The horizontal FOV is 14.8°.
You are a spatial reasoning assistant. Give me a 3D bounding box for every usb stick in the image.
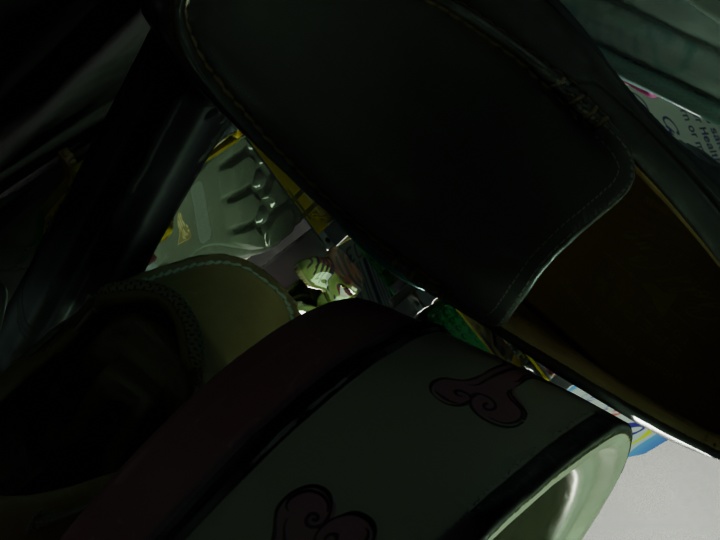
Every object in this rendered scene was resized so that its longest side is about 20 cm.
[{"bbox_3d":[-0.068,-0.019,0.782,0.056,0.033,0.200,-60,-176,-37],"label":"usb stick"}]

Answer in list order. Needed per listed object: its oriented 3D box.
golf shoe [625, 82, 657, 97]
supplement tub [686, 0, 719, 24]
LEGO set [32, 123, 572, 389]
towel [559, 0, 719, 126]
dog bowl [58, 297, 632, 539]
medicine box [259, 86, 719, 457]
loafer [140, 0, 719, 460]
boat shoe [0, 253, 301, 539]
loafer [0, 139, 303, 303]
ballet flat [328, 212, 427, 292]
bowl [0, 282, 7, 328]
[{"bbox_3d":[0.113,-0.099,0.850,0.199,0.092,0.075,-12,159,9],"label":"golf shoe"},{"bbox_3d":[0.149,-0.141,0.648,0.132,0.132,0.200,-35,-179,41],"label":"supplement tub"},{"bbox_3d":[0.000,0.000,0.887,0.154,0.200,0.116,-27,172,-32],"label":"LEGO set"},{"bbox_3d":[0.116,-0.089,0.729,0.171,0.200,0.048,-38,151,-54],"label":"towel"},{"bbox_3d":[-0.025,0.092,0.664,0.200,0.074,0.200,-47,167,-14],"label":"dog bowl"},{"bbox_3d":[0.086,0.005,1.076,0.200,0.103,0.182,-7,159,-41],"label":"medicine box"},{"bbox_3d":[0.038,-0.020,0.641,0.073,0.200,0.072,-53,-158,16],"label":"loafer"},{"bbox_3d":[-0.058,0.035,0.707,0.076,0.072,0.200,-64,173,31],"label":"boat shoe"},{"bbox_3d":[-0.080,-0.027,1.015,0.070,0.070,0.200,10,-154,32],"label":"loafer"},{"bbox_3d":[0.009,-0.062,0.765,0.069,0.069,0.200,-36,-156,7],"label":"ballet flat"},{"bbox_3d":[-0.167,0.091,0.815,0.200,0.074,0.201,155,-48,-77],"label":"bowl"}]
